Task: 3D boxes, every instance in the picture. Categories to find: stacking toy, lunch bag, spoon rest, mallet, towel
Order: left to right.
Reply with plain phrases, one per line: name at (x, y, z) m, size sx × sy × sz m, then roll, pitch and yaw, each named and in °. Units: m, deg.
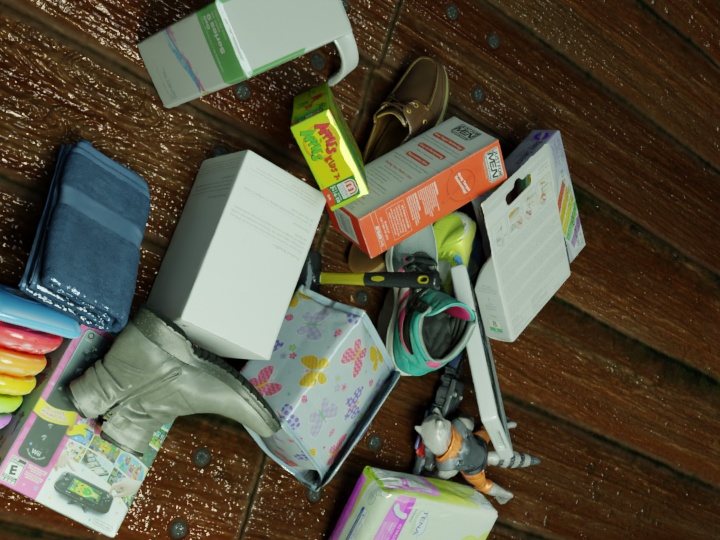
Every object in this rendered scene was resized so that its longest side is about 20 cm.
stacking toy at (-0.367, 0.116, 1.026) m, size 0.109 × 0.116 × 0.201 m, roll 20°, pitch 92°, yaw -39°
towel at (-0.272, -0.035, 1.065) m, size 0.111 × 0.048 × 0.201 m, roll 35°, pitch 37°, yaw -33°
spoon rest at (-0.061, -0.320, 1.265) m, size 0.099 × 0.060 × 0.200 m, roll -46°, pitch 115°, yaw -27°
lunch bag at (-0.042, 0.147, 1.225) m, size 0.170 × 0.127 × 0.200 m, roll -54°, pitch 145°, yaw -23°
mallet at (0.000, 0.000, 1.231) m, size 0.041 × 0.199 × 0.066 m, roll 18°, pitch 68°, yaw -60°

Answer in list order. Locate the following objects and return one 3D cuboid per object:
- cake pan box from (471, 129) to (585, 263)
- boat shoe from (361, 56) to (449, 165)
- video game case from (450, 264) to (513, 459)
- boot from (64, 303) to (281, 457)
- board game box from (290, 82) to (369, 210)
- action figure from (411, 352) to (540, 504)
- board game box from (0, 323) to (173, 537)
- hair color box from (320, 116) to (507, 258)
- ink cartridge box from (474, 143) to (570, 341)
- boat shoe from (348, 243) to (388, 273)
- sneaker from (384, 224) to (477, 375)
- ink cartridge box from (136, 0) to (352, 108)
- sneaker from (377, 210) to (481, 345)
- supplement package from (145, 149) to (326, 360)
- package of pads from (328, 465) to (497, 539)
cake pan box at (0.234, -0.064, 1.445) m, size 0.184 × 0.052 × 0.201 m, roll -42°, pitch 126°, yaw -38°
boat shoe at (0.055, -0.189, 1.329) m, size 0.201 × 0.072 × 0.068 m, roll -66°, pitch 150°, yaw -15°
video game case at (0.153, 0.118, 1.317) m, size 0.182 × 0.023 × 0.201 m, roll 61°, pitch 18°, yaw -62°
boot at (-0.190, 0.139, 1.070) m, size 0.200 × 0.068 × 0.131 m, roll 39°, pitch 88°, yaw -14°
board game box at (-0.036, -0.147, 1.203) m, size 0.047 × 0.200 × 0.102 m, roll -25°, pitch 107°, yaw 6°
action figure at (0.148, 0.212, 1.386) m, size 0.193 × 0.104 × 0.201 m, roll 20°, pitch 81°, yaw -44°
board game box at (-0.281, 0.153, 1.098) m, size 0.147 × 0.064 × 0.201 m, roll 37°, pitch 68°, yaw -30°
hair color box at (0.064, -0.102, 1.254) m, size 0.199 × 0.101 × 0.061 m, roll -30°, pitch 126°, yaw -15°
ink cartridge box at (0.196, -0.037, 1.325) m, size 0.161 × 0.050 × 0.201 m, roll -42°, pitch 126°, yaw -37°
boat shoe at (0.060, -0.060, 1.342) m, size 0.200 × 0.070 × 0.070 m, roll -53°, pitch 143°, yaw -16°
sneaker at (0.082, 0.026, 1.237) m, size 0.083 × 0.121 × 0.201 m, roll 2°, pitch 88°, yaw -29°
ink cartridge box at (-0.129, -0.251, 1.130) m, size 0.145 × 0.200 × 0.088 m, roll -31°, pitch 104°, yaw -31°
sneaker at (0.103, 0.025, 1.370) m, size 0.201 × 0.076 × 0.105 m, roll -58°, pitch 145°, yaw 0°
supplement package at (-0.140, -0.014, 1.167) m, size 0.117 × 0.117 × 0.201 m, roll 29°, pitch 73°, yaw -31°
package of pads at (0.061, 0.331, 1.310) m, size 0.199 × 0.068 × 0.155 m, roll 19°, pitch 103°, yaw -35°
